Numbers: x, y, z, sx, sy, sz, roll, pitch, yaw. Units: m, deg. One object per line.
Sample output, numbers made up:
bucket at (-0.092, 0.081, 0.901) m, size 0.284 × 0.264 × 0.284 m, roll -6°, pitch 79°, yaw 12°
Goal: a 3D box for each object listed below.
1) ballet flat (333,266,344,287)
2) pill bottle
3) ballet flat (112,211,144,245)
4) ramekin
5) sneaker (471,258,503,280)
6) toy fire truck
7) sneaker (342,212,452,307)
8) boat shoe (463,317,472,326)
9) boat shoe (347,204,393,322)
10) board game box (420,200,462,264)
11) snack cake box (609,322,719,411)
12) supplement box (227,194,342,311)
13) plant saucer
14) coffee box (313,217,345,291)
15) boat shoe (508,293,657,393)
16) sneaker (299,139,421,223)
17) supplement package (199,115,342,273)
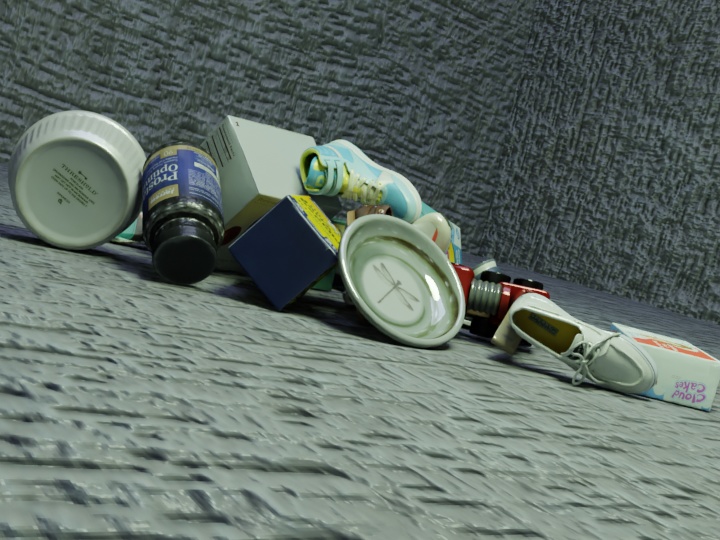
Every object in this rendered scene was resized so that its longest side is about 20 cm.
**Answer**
ballet flat at (0.000, 0.000, 1.571) m, size 0.068 × 0.069 × 0.199 m, roll -32°, pitch 31°, yaw -32°
pill bottle at (-0.244, -0.079, 1.268) m, size 0.111 × 0.112 × 0.201 m, roll 11°, pitch 38°, yaw -22°
ballet flat at (-0.373, -0.066, 1.546) m, size 0.198 × 0.076 × 0.064 m, roll 16°, pitch -27°, yaw -12°
ramekin at (-0.406, -0.122, 1.316) m, size 0.201 × 0.204 × 0.094 m, roll 11°, pitch 17°, yaw -13°
sneaker at (0.222, 0.054, 1.605) m, size 0.070 × 0.082 × 0.200 m, roll -28°, pitch -21°, yaw -3°
toy fire truck at (0.177, 0.053, 1.291) m, size 0.174 × 0.130 × 0.200 m, roll 13°, pitch -8°, yaw 6°
sneaker at (0.052, -0.008, 1.373) m, size 0.071 × 0.200 × 0.093 m, roll 54°, pitch 25°, yaw 10°
boat shoe at (0.227, 0.070, 1.485) m, size 0.198 × 0.061 × 0.074 m, roll 12°, pitch 5°, yaw -7°
boat shoe at (0.020, -0.018, 1.299) m, size 0.070 × 0.201 × 0.071 m, roll -10°, pitch -39°, yaw 8°
board game box at (0.103, -0.033, 1.544) m, size 0.047 × 0.152 × 0.199 m, roll -17°, pitch -29°, yaw 32°
snack cake box at (0.408, 0.128, 1.265) m, size 0.114 × 0.068 × 0.200 m, roll 15°, pitch 5°, yaw 6°
supplement box at (-0.091, -0.029, 1.275) m, size 0.109 × 0.109 × 0.200 m, roll 50°, pitch 6°, yaw -1°
plant saucer at (0.046, 0.021, 1.212) m, size 0.199 × 0.201 × 0.050 m, roll 9°, pitch -38°, yaw -34°
coffee box at (-0.102, -0.045, 1.590) m, size 0.044 × 0.124 × 0.200 m, roll 11°, pitch 7°, yaw -34°
boat shoe at (0.273, 0.096, 1.144) m, size 0.201 × 0.075 × 0.086 m, roll 33°, pitch 21°, yaw 12°
sneaker at (-0.012, -0.124, 1.387) m, size 0.199 × 0.080 × 0.130 m, roll 35°, pitch 28°, yaw 26°
supplement package at (-0.175, -0.110, 1.451) m, size 0.200 × 0.148 × 0.190 m, roll -39°, pitch -27°, yaw 32°
